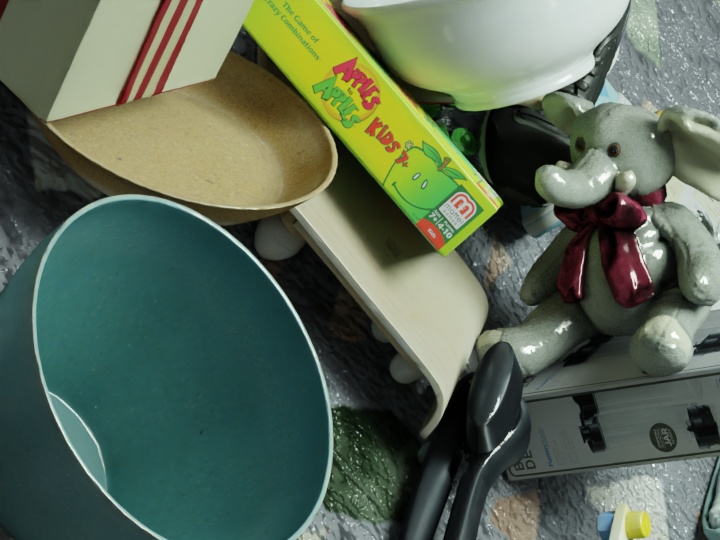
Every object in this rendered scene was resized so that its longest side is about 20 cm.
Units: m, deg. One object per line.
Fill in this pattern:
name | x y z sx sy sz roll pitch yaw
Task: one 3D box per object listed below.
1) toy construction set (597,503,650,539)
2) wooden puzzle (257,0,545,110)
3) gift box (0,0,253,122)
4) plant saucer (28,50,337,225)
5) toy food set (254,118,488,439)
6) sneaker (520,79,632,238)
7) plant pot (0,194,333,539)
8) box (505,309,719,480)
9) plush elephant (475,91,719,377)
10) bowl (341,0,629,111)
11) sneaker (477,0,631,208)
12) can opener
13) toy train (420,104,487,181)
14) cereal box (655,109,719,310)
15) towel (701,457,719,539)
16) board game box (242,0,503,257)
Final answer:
toy construction set | 0.133 0.245 1.352 0.200 0.092 0.132 -34 115 -45
wooden puzzle | 0.025 -0.181 1.528 0.199 0.046 0.186 4 52 -7
gift box | -0.133 -0.210 1.268 0.200 0.187 0.184 40 34 15
plant saucer | -0.113 -0.083 1.315 0.199 0.036 0.201 17 31 -10
toy food set | 0.000 0.000 1.421 0.200 0.060 0.144 51 27 -9
sneaker | 0.129 -0.113 1.614 0.131 0.079 0.200 50 29 -11
plant pot | -0.131 0.080 1.146 0.200 0.135 0.201 29 46 -34
box | 0.194 0.079 1.443 0.117 0.199 0.060 -38 111 -51
plush elephant | 0.169 -0.037 1.429 0.200 0.164 0.155 -37 114 -36
bowl | 0.095 -0.162 1.414 0.201 0.200 0.091 -40 115 -52
sneaker | 0.139 -0.139 1.534 0.075 0.088 0.201 22 55 2
can opener | 0.057 0.138 1.373 0.201 0.063 0.079 -65 144 -34
toy train | 0.041 -0.130 1.562 0.056 0.042 0.201 3 61 -34
cereal box | 0.238 -0.021 1.694 0.144 0.039 0.200 50 39 -9
towel | 0.339 0.187 1.650 0.171 0.048 0.200 45 40 -13
board game box | 0.008 -0.102 1.397 0.200 0.048 0.102 49 7 1
